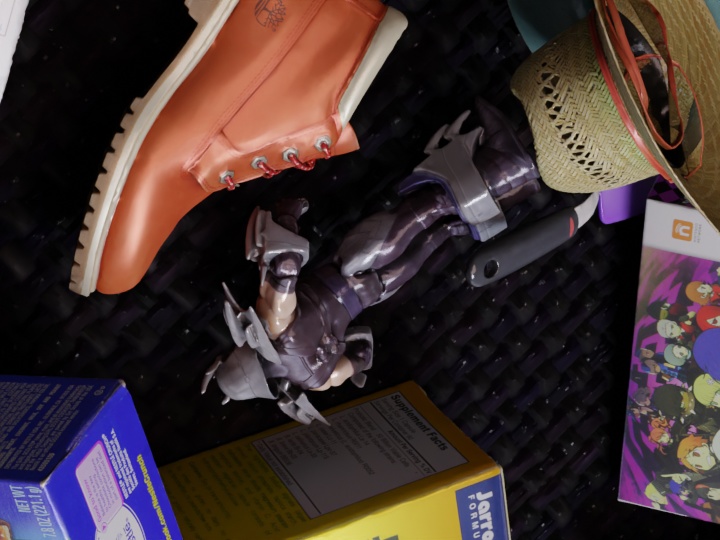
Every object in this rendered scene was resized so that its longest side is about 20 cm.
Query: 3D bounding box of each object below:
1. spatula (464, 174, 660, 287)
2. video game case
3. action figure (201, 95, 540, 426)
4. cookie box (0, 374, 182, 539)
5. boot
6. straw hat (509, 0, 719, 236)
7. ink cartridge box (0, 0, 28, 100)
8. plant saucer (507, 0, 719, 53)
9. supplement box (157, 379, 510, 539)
[{"bbox_3d":[0.113,-0.033,0.977,0.200,0.020,0.057,-31,127,-48],"label":"spatula"},{"bbox_3d":[0.237,0.058,1.029,0.180,0.036,0.202,12,122,18],"label":"video game case"},{"bbox_3d":[0.000,0.000,0.941,0.200,0.069,0.130,-39,152,-6],"label":"action figure"},{"bbox_3d":[-0.179,0.136,0.857,0.075,0.198,0.172,-53,135,-49],"label":"cookie box"},{"bbox_3d":[-0.060,-0.061,0.881,0.107,0.075,0.201,31,97,-10],"label":"boot"},{"bbox_3d":[0.118,-0.080,0.901,0.085,0.202,0.201,-25,126,25],"label":"straw hat"},{"bbox_3d":[-0.205,-0.184,0.797,0.161,0.057,0.201,11,110,-28],"label":"ink cartridge box"},{"bbox_3d":[0.168,-0.177,0.975,0.198,0.036,0.202,-10,115,-21],"label":"plant saucer"},{"bbox_3d":[-0.031,0.154,0.980,0.198,0.109,0.110,-17,117,-17],"label":"supplement box"}]
